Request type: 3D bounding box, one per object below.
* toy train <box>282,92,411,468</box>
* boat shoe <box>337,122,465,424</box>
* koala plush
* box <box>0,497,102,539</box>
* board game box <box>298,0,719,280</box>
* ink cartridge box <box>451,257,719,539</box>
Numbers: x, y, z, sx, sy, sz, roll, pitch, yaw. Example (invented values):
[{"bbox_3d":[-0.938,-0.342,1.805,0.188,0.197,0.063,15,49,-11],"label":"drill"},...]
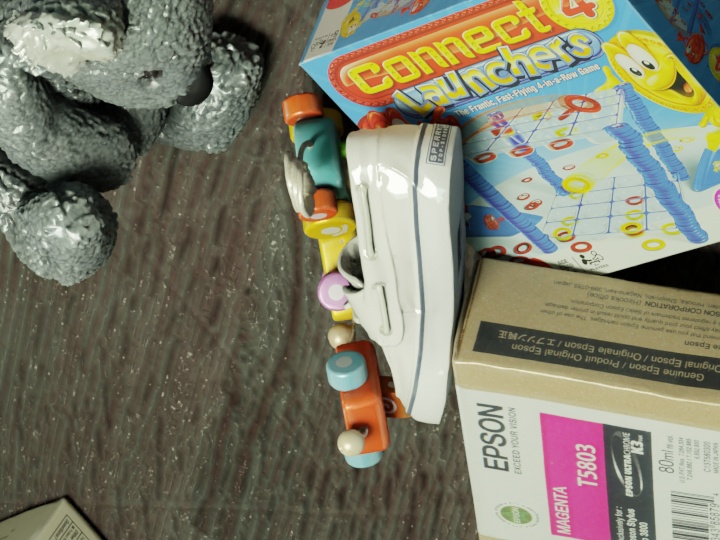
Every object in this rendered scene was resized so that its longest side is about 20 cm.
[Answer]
[{"bbox_3d":[0.000,0.000,1.640,0.055,0.151,0.201,-9,123,2],"label":"toy train"},{"bbox_3d":[0.021,-0.001,1.566,0.065,0.074,0.201,5,131,7],"label":"boat shoe"},{"bbox_3d":[-0.141,-0.127,1.563,0.184,0.177,0.200,45,152,-2],"label":"koala plush"},{"bbox_3d":[-0.198,0.275,2.006,0.109,0.128,0.200,-23,113,43],"label":"box"},{"bbox_3d":[0.105,-0.087,1.520,0.199,0.056,0.196,-17,129,41],"label":"board game box"},{"bbox_3d":[0.142,0.089,1.626,0.164,0.075,0.201,7,145,14],"label":"ink cartridge box"}]
